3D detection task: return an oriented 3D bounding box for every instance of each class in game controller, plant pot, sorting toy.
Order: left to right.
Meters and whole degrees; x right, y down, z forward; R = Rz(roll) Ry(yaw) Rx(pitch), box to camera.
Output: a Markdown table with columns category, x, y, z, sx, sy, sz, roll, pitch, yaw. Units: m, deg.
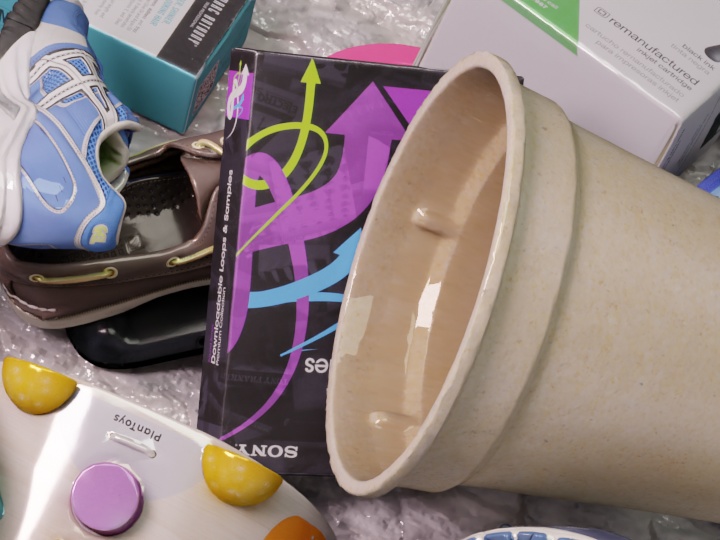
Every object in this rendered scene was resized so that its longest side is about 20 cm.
| category | x | y | z | sx | sy | sz | roll | pitch | yaw |
| --- | --- | --- | --- | --- | --- | --- | --- | --- | --- |
| sorting toy | -0.131 | 0.152 | 1.200 | 0.199 | 0.107 | 0.180 | 23 | 70 | 3 |
| game controller | -0.054 | -0.013 | 1.342 | 0.199 | 0.042 | 0.105 | -12 | 70 | -2 |
| plant pot | 0.106 | 0.026 | 1.189 | 0.183 | 0.201 | 0.201 | 17 | 50 | -16 |

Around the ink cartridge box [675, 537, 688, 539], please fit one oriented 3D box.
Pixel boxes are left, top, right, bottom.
| category | x | y | z | sx | sy | sz | roll | pitch | yaw |
| --- | --- | --- | --- | --- | --- | --- | --- | --- | --- |
| ink cartridge box | 0.136 | 0.240 | 1.193 | 0.145 | 0.084 | 0.200 | 37 | 54 | 14 |

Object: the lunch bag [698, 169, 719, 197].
| category | x | y | z | sx | sy | sz | roll | pitch | yaw |
| --- | --- | --- | --- | --- | --- | --- | --- | --- | --- |
| lunch bag | 0.217 | 0.023 | 1.378 | 0.150 | 0.094 | 0.200 | 37 | 45 | 14 |

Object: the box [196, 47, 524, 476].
| category | x | y | z | sx | sy | sz | roll | pitch | yaw |
| --- | --- | --- | --- | --- | --- | --- | --- | --- | --- |
| box | 0.000 | 0.000 | 1.281 | 0.143 | 0.036 | 0.201 | 3 | 97 | -24 |

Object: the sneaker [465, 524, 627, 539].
| category | x | y | z | sx | sy | sz | roll | pitch | yaw |
| --- | --- | --- | --- | --- | --- | --- | --- | --- | --- |
| sneaker | 0.063 | 0.142 | 1.181 | 0.085 | 0.200 | 0.077 | -31 | 98 | -44 |

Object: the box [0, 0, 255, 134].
| category | x | y | z | sx | sy | sz | roll | pitch | yaw |
| --- | --- | --- | --- | --- | --- | --- | --- | --- | --- |
| box | -0.162 | -0.155 | 1.438 | 0.200 | 0.049 | 0.082 | 26 | 52 | 5 |

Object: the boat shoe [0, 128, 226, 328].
| category | x | y | z | sx | sy | sz | roll | pitch | yaw |
| --- | --- | --- | --- | --- | --- | --- | --- | --- | --- |
| boat shoe | -0.081 | -0.031 | 1.295 | 0.199 | 0.060 | 0.072 | -20 | 70 | -6 |

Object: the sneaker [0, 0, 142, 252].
| category | x | y | z | sx | sy | sz | roll | pitch | yaw |
| --- | --- | --- | --- | --- | --- | --- | --- | --- | --- |
| sneaker | -0.144 | -0.066 | 1.266 | 0.077 | 0.076 | 0.200 | 13 | 35 | -8 |

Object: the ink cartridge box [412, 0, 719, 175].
| category | x | y | z | sx | sy | sz | roll | pitch | yaw |
| --- | --- | --- | --- | --- | --- | --- | --- | --- | --- |
| ink cartridge box | 0.147 | -0.134 | 1.461 | 0.146 | 0.084 | 0.200 | 37 | 42 | 12 |

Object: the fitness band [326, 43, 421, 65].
| category | x | y | z | sx | sy | sz | roll | pitch | yaw |
| --- | --- | --- | --- | --- | --- | --- | --- | --- | --- |
| fitness band | 0.045 | -0.041 | 1.415 | 0.143 | 0.037 | 0.200 | -33 | 69 | -33 |
